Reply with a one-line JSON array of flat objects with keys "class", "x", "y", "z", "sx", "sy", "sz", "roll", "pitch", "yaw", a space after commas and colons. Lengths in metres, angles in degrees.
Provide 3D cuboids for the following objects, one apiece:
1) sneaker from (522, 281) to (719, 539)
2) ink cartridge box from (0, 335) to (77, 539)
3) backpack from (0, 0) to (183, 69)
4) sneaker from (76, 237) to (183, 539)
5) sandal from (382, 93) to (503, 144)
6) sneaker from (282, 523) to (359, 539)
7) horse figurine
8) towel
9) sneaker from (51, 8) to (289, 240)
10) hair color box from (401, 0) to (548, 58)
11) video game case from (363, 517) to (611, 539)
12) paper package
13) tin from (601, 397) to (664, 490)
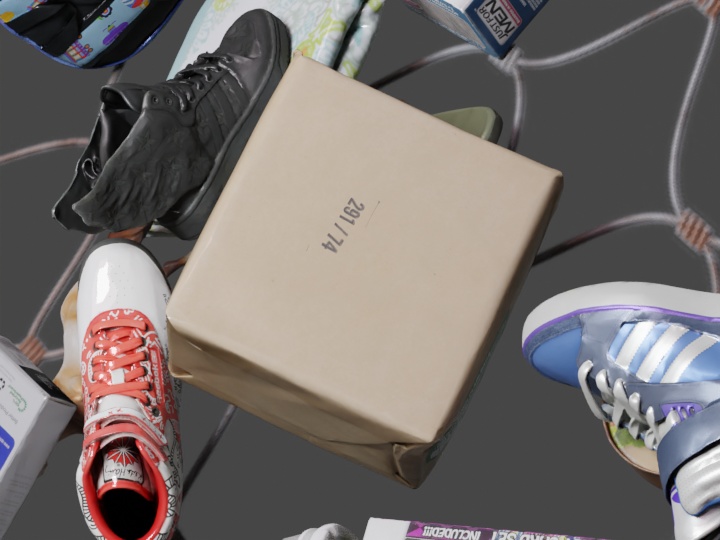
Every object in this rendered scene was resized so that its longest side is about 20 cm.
[{"class": "sneaker", "x": 0.169, "y": 0.088, "z": 1.565, "sx": 0.200, "sy": 0.081, "sz": 0.147, "roll": 1, "pitch": 56, "yaw": 26}, {"class": "ink cartridge box", "x": -0.268, "y": 0.147, "z": 1.852, "sx": 0.095, "sy": 0.037, "sz": 0.200, "roll": 39, "pitch": 100, "yaw": 42}, {"class": "backpack", "x": -0.194, "y": -0.256, "z": 2.020, "sx": 0.200, "sy": 0.182, "sz": 0.135, "roll": -54, "pitch": 39, "yaw": 4}, {"class": "sneaker", "x": -0.143, "y": 0.079, "z": 1.740, "sx": 0.067, "sy": 0.108, "sz": 0.202, "roll": -3, "pitch": 90, "yaw": 0}, {"class": "sandal", "x": 0.002, "y": -0.082, "z": 1.848, "sx": 0.201, "sy": 0.057, "sz": 0.080, "roll": 1, "pitch": 55, "yaw": 35}, {"class": "sneaker", "x": -0.054, "y": 0.248, "z": 1.661, "sx": 0.082, "sy": 0.075, "sz": 0.200, "roll": -12, "pitch": 46, "yaw": 43}, {"class": "horse figurine", "x": -0.167, "y": 0.048, "z": 1.861, "sx": 0.132, "sy": 0.050, "sz": 0.201, "roll": -9, "pitch": 63, "yaw": 46}, {"class": "towel", "x": -0.072, "y": -0.112, "z": 1.886, "sx": 0.171, "sy": 0.048, "sz": 0.200, "roll": 3, "pitch": 66, "yaw": 51}, {"class": "sneaker", "x": -0.121, "y": -0.100, "z": 1.801, "sx": 0.060, "sy": 0.104, "sz": 0.200, "roll": -2, "pitch": 61, "yaw": 50}, {"class": "hair color box", "x": 0.113, "y": -0.250, "z": 1.896, "sx": 0.200, "sy": 0.061, "sz": 0.100, "roll": -49, "pitch": 47, "yaw": -7}, {"class": "video game case", "x": 0.073, "y": 0.234, "z": 1.591, "sx": 0.200, "sy": 0.036, "sz": 0.182, "roll": 3, "pitch": 61, "yaw": 28}, {"class": "paper package", "x": 0.000, "y": 0.000, "z": 1.715, "sx": 0.190, "sy": 0.104, "sz": 0.200, "roll": 24, "pitch": 69, "yaw": 6}, {"class": "tin", "x": 0.237, "y": 0.070, "z": 1.615, "sx": 0.200, "sy": 0.042, "sz": 0.112, "roll": -11, "pitch": 50, "yaw": 26}]
